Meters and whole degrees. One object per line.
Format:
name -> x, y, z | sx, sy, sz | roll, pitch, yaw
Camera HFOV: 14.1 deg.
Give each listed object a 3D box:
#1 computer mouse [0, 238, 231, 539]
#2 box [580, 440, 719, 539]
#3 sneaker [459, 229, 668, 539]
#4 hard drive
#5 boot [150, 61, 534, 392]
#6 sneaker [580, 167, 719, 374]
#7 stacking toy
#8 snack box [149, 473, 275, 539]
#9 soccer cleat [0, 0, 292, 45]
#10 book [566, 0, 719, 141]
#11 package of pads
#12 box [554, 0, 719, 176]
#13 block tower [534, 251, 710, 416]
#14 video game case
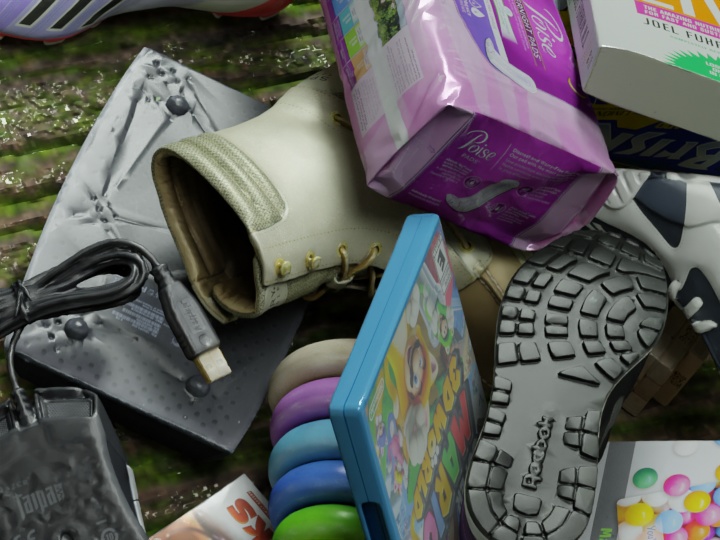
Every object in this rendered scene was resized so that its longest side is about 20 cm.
computer mouse -> -0.117, 0.087, 1.350 | 0.140, 0.046, 0.200 | -25, 78, -3
box -> 0.158, 0.152, 1.362 | 0.200, 0.041, 0.156 | 0, 51, 21
sneaker -> 0.086, 0.071, 1.374 | 0.076, 0.088, 0.200 | 21, 53, 6
hard drive -> -0.091, -0.006, 1.445 | 0.135, 0.042, 0.200 | 25, 54, -6
boot -> 0.000, 0.000, 1.414 | 0.155, 0.072, 0.200 | -28, 80, -45
sneaker -> 0.170, 0.016, 1.446 | 0.199, 0.079, 0.130 | 4, 92, 9
stacking toy -> -0.011, 0.133, 1.343 | 0.085, 0.085, 0.200 | 16, 52, -12
snack box -> -0.020, 0.191, 1.366 | 0.072, 0.024, 0.200 | -32, 76, -36
soccer cleat -> -0.116, -0.163, 1.507 | 0.200, 0.076, 0.067 | -4, 63, -24
book -> 0.170, -0.114, 1.471 | 0.133, 0.048, 0.200 | 18, 23, -9
package of pads -> 0.045, -0.111, 1.429 | 0.120, 0.076, 0.200 | 21, 38, -35
box -> 0.138, -0.104, 1.580 | 0.200, 0.064, 0.070 | 12, 57, -14
block tower -> 0.093, -0.008, 1.511 | 0.200, 0.058, 0.054 | 37, 54, 4
video game case -> 0.033, 0.096, 1.339 | 0.018, 0.200, 0.143 | -2, 36, 19
